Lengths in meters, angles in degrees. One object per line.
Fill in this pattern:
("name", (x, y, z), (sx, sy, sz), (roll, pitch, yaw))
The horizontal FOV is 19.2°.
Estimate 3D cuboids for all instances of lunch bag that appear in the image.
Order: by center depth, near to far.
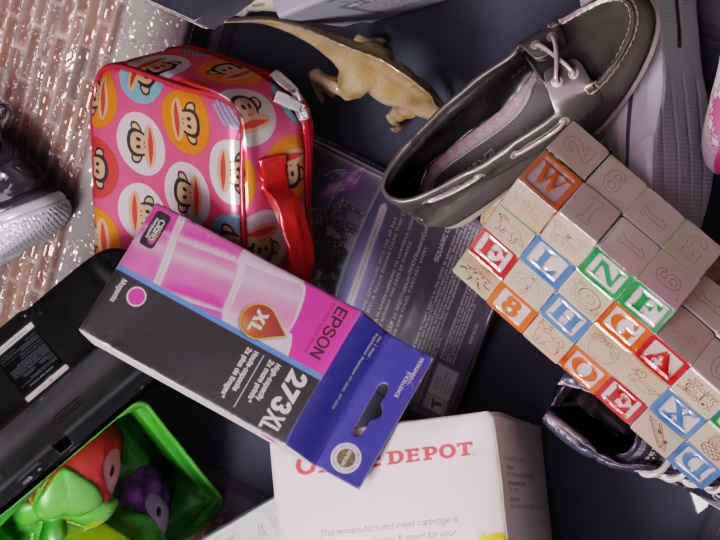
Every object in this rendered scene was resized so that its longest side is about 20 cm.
("lunch bag", (-0.095, -0.038, 1.387), (0.176, 0.082, 0.200), (21, 119, 40))

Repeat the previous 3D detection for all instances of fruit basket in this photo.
("fruit basket", (-0.169, 0.179, 1.426), (0.155, 0.216, 0.216), (-40, 81, -7))

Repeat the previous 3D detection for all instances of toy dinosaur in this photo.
("toy dinosaur", (0.005, -0.127, 1.343), (0.200, 0.101, 0.058), (30, 87, -14))

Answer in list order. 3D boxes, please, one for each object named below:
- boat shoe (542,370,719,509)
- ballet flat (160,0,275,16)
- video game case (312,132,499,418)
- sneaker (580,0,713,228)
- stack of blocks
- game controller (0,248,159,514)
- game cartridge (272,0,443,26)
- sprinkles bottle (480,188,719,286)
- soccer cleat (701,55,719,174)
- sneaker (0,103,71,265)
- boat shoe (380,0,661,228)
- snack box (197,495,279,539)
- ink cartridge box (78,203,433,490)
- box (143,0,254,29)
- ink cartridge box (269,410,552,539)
("boat shoe", (0.203, 0.114, 1.310), (0.200, 0.093, 0.075), (27, 112, 19))
("ballet flat", (-0.046, -0.207, 1.381), (0.200, 0.071, 0.065), (-34, 102, 32))
("video game case", (0.000, 0.000, 1.427), (0.200, 0.019, 0.143), (28, 112, 20))
("sneaker", (0.167, -0.101, 1.289), (0.071, 0.073, 0.200), (-9, 76, 41))
("stack of blocks", (0.161, 0.022, 1.235), (0.200, 0.059, 0.115), (42, 147, 5))
("game controller", (-0.201, 0.071, 1.360), (0.200, 0.042, 0.104), (-40, 50, -7))
("game cartridge", (0.052, -0.192, 1.288), (0.200, 0.133, 0.041), (-14, 90, 23))
("sprinkles bottle", (0.172, -0.002, 1.315), (0.200, 0.068, 0.068), (34, 114, 16))
("soccer cleat", (0.244, -0.155, 1.254), (0.086, 0.070, 0.200), (38, 112, 29))
("sneaker", (-0.309, -0.044, 1.540), (0.200, 0.075, 0.114), (-26, 88, 22))
("boat shoe", (0.093, -0.094, 1.263), (0.200, 0.057, 0.067), (-42, 58, 27))
("snack box", (-0.012, 0.241, 1.440), (0.116, 0.037, 0.200), (-29, 87, -12))
("ink cartridge box", (-0.065, 0.045, 1.300), (0.200, 0.037, 0.095), (28, 80, 14))
("box", (-0.135, -0.282, 1.295), (0.124, 0.196, 0.200), (-30, 61, 27))
("ink cartridge box", (0.041, 0.197, 1.341), (0.147, 0.145, 0.200), (-7, 81, 16))
